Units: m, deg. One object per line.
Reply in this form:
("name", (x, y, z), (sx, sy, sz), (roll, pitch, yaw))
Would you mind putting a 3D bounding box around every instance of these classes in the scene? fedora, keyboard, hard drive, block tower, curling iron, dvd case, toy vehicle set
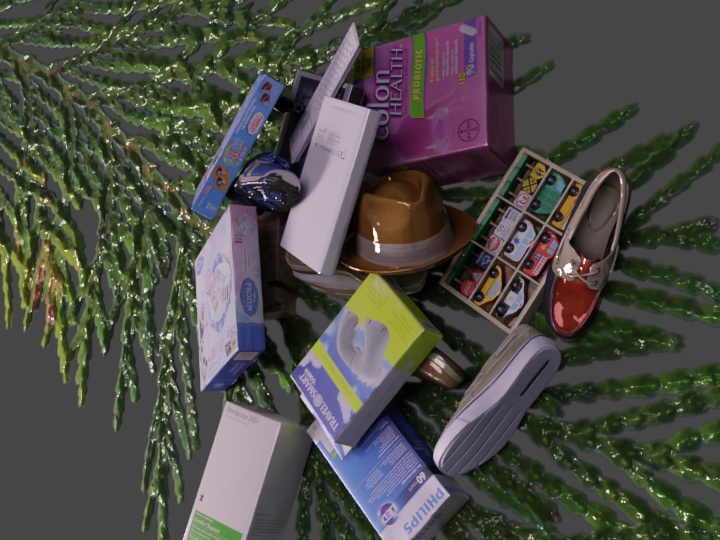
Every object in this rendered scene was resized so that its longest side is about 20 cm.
("fedora", (0.048, -0.070, 1.106), (0.198, 0.200, 0.083), (8, 124, 33))
("keyboard", (-0.050, -0.234, 1.198), (0.201, 0.011, 0.057), (-56, 35, 34))
("hard drive", (-0.039, -0.109, 1.117), (0.132, 0.026, 0.203), (32, 107, 58))
("block tower", (-0.123, -0.036, 1.282), (0.057, 0.054, 0.204), (-10, 71, 29))
("curling iron", (-0.120, -0.234, 1.307), (0.199, 0.025, 0.050), (19, 83, 63))
("dvd case", (-0.065, -0.193, 1.244), (0.200, 0.024, 0.153), (35, 110, 61))
("toy vehicle set", (0.196, -0.035, 1.095), (0.124, 0.026, 0.202), (34, 95, 35))

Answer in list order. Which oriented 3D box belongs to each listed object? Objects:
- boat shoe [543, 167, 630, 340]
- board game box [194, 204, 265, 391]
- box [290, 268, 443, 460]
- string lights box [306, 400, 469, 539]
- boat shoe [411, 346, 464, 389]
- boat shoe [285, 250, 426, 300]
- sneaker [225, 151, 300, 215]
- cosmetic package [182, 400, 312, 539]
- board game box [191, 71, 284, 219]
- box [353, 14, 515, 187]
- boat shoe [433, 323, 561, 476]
("boat shoe", (0.257, -0.018, 1.014), (0.070, 0.063, 0.203), (19, 93, 8))
("board game box", (-0.184, 0.043, 1.242), (0.200, 0.043, 0.203), (137, 130, -58))
("box", (-0.002, 0.113, 1.086), (0.201, 0.047, 0.122), (-52, 48, 13))
("string lights box", (0.030, 0.236, 1.100), (0.103, 0.059, 0.200), (-48, 57, 11))
("boat shoe", (0.042, 0.110, 1.121), (0.199, 0.072, 0.077), (27, 78, 45))
("boat shoe", (0.000, 0.000, 1.183), (0.197, 0.069, 0.076), (12, 61, 26))
("sneaker", (-0.127, -0.124, 1.197), (0.078, 0.075, 0.199), (-61, 23, -10))
("cosmetic package", (-0.147, 0.287, 1.182), (0.106, 0.084, 0.204), (12, 83, 35))
("board game box", (-0.171, -0.179, 1.245), (0.202, 0.036, 0.151), (-60, 13, 9))
("box", (0.094, -0.209, 1.170), (0.197, 0.096, 0.179), (-8, 72, 31))
("boat shoe", (0.155, 0.152, 1.051), (0.201, 0.072, 0.062), (-49, 32, 6))
